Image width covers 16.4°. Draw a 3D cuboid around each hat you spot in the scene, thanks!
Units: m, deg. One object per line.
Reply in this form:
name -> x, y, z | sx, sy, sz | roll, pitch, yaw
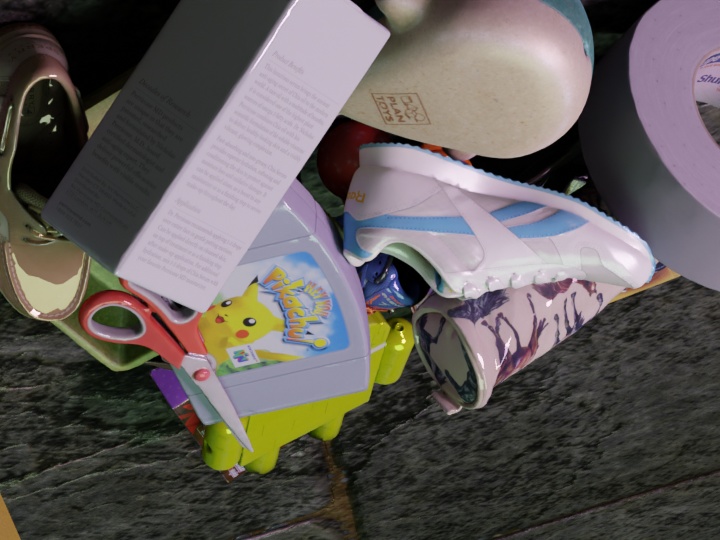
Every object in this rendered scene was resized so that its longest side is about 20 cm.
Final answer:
hat -> 0.119, -0.060, 1.720 | 0.201, 0.081, 0.201 | -36, 156, -19

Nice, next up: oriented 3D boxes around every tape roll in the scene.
tape roll -> 0.243, -0.085, 1.616 | 0.200, 0.200, 0.066 | -3, 153, -30

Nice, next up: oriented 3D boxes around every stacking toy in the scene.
stacking toy -> 0.023, -0.044, 1.719 | 0.085, 0.085, 0.200 | -24, 151, 15

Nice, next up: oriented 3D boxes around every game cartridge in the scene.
game cartridge -> -0.068, 0.018, 1.574 | 0.133, 0.040, 0.200 | -16, 135, 8

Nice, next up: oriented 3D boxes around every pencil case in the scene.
pencil case -> 0.121, 0.012, 1.638 | 0.200, 0.078, 0.089 | -35, 132, -25

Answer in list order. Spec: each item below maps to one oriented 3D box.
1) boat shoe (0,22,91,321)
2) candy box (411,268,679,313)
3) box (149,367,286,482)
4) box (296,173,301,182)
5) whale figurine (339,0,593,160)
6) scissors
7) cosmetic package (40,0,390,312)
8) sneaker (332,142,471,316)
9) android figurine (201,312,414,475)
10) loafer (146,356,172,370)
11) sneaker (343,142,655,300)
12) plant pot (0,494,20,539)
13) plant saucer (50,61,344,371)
boat shoe -> -0.189, -0.044, 1.462 | 0.071, 0.065, 0.200 | -17, 129, -17
candy box -> 0.142, 0.000, 1.926 | 0.200, 0.056, 0.117 | -20, 158, 10
box -> -0.076, 0.088, 1.945 | 0.137, 0.039, 0.200 | -34, 157, -4
box -> -0.098, -0.042, 1.689 | 0.121, 0.032, 0.200 | -16, 158, -4
whale figurine -> 0.044, -0.136, 1.516 | 0.200, 0.104, 0.159 | -3, 141, 24
scissors -> -0.100, 0.055, 1.575 | 0.073, 0.014, 0.200 | -34, 133, 14
cosmetic package -> -0.082, -0.085, 1.427 | 0.200, 0.071, 0.101 | -55, 149, 3
sneaker -> 0.000, 0.000, 1.629 | 0.200, 0.078, 0.075 | -41, 142, 14
android figurine -> -0.040, 0.085, 1.888 | 0.182, 0.041, 0.200 | -25, 157, -25
loafer -> -0.114, 0.042, 1.757 | 0.071, 0.073, 0.200 | -11, 173, -26
sneaker -> 0.085, -0.016, 1.561 | 0.200, 0.081, 0.077 | 16, 173, -6
plant pot -> -0.371, 0.207, 1.873 | 0.176, 0.200, 0.200 | -14, 160, -39
plant saucer -> -0.140, -0.043, 1.566 | 0.200, 0.048, 0.200 | -28, 131, 25
